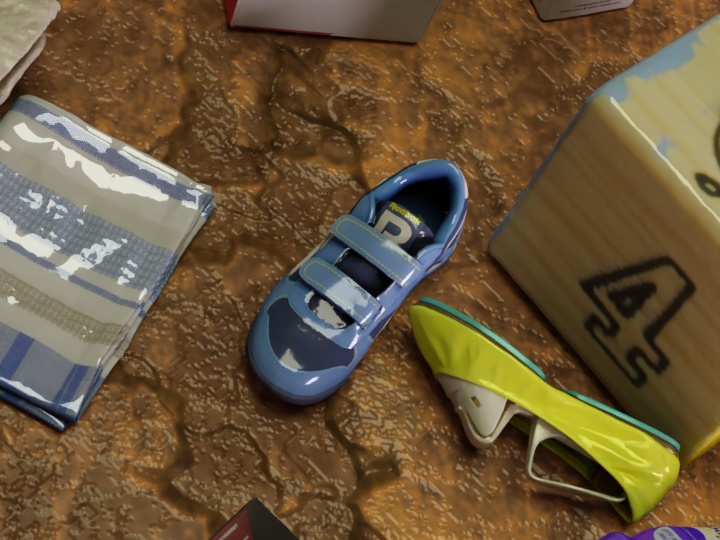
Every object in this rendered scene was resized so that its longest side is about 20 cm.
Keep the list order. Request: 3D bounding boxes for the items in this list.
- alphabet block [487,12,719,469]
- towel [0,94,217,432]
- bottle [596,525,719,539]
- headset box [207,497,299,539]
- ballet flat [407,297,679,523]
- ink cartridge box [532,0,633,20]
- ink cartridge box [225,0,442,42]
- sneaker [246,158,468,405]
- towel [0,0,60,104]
[{"bbox_3d":[0.236,-0.028,1.315,0.195,0.196,0.200,-33,75,-31],"label":"alphabet block"},{"bbox_3d":[-0.192,-0.011,1.257,0.147,0.024,0.200,29,55,0],"label":"towel"},{"bbox_3d":[0.200,0.192,1.237,0.200,0.065,0.084,4,20,-17],"label":"bottle"},{"bbox_3d":[-0.058,0.236,1.120,0.200,0.077,0.149,42,55,9],"label":"headset box"},{"bbox_3d":[0.106,0.092,1.279,0.200,0.067,0.067,31,76,-1],"label":"ballet flat"},{"bbox_3d":[0.168,-0.298,1.451,0.084,0.200,0.146,-12,64,-24],"label":"ink cartridge box"},{"bbox_3d":[-0.017,-0.282,1.411,0.145,0.145,0.200,2,59,-18],"label":"ink cartridge box"},{"bbox_3d":[0.000,0.000,1.283,0.074,0.082,0.200,37,57,4],"label":"sneaker"},{"bbox_3d":[-0.284,-0.129,1.237,0.132,0.034,0.200,33,55,4],"label":"towel"}]
